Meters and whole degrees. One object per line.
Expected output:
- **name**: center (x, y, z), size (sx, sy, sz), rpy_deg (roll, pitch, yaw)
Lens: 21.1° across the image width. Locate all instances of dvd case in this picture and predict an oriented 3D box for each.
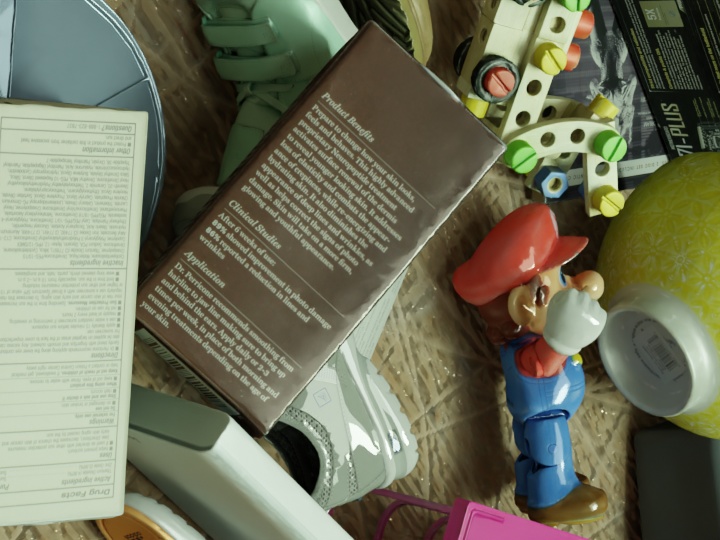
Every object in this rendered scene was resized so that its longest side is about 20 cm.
- **dvd case**: center (0.165, -0.153, 1.305), size (0.148, 0.016, 0.201), rpy_deg (-11, 101, -43)

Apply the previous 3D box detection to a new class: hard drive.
- **hard drive**: center (-0.057, 0.134, 1.056), size (0.027, 0.132, 0.200), rpy_deg (-55, 127, -20)

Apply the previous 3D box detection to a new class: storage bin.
- **storage bin**: center (0.288, 0.164, 1.383), size (0.199, 0.145, 0.135), rpy_deg (-12, 93, -41)

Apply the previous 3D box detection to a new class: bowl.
- **bowl**: center (0.217, 0.036, 1.252), size (0.107, 0.200, 0.201), rpy_deg (-31, 115, -34)

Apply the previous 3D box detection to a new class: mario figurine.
- **mario figurine**: center (0.130, 0.055, 1.226), size (0.106, 0.123, 0.201), rpy_deg (-18, 102, -41)

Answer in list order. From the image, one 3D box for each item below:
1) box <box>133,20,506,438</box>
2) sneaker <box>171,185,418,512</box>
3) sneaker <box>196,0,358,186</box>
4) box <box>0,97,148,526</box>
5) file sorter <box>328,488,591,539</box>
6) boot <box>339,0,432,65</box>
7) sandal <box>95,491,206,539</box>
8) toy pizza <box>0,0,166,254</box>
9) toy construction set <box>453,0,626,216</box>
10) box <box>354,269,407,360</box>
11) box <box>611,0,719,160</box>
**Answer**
- **box**: center (-0.028, -0.021, 1.009), size (0.100, 0.075, 0.200), rpy_deg (42, 79, -7)
- **sneaker**: center (-0.048, 0.045, 1.063), size (0.082, 0.075, 0.201), rpy_deg (-35, 92, -30)
- **sneaker**: center (-0.058, -0.102, 1.068), size (0.200, 0.074, 0.119), rpy_deg (42, 68, -37)
- **box**: center (-0.165, 0.018, 0.939), size (0.095, 0.078, 0.201), rpy_deg (2, 96, -39)
- **file sorter**: center (0.072, 0.218, 1.189), size (0.199, 0.125, 0.140), rpy_deg (22, 81, -41)
- **boot**: center (0.052, -0.229, 1.161), size (0.200, 0.066, 0.176), rpy_deg (-39, 120, -34)
- **sandal**: center (-0.081, 0.206, 1.065), size (0.207, 0.079, 0.059), rpy_deg (44, 56, -16)
- **toy pizza**: center (-0.187, -0.057, 0.981), size (0.199, 0.032, 0.202), rpy_deg (-7, 101, -38)
- **toy construction set**: center (0.127, -0.140, 1.201), size (0.130, 0.092, 0.201), rpy_deg (11, 96, -24)
- **box**: center (0.000, 0.000, 1.156), size (0.041, 0.039, 0.201), rpy_deg (33, 73, -38)
- **box**: center (0.265, -0.157, 1.277), size (0.086, 0.163, 0.201), rpy_deg (-43, 121, -32)
